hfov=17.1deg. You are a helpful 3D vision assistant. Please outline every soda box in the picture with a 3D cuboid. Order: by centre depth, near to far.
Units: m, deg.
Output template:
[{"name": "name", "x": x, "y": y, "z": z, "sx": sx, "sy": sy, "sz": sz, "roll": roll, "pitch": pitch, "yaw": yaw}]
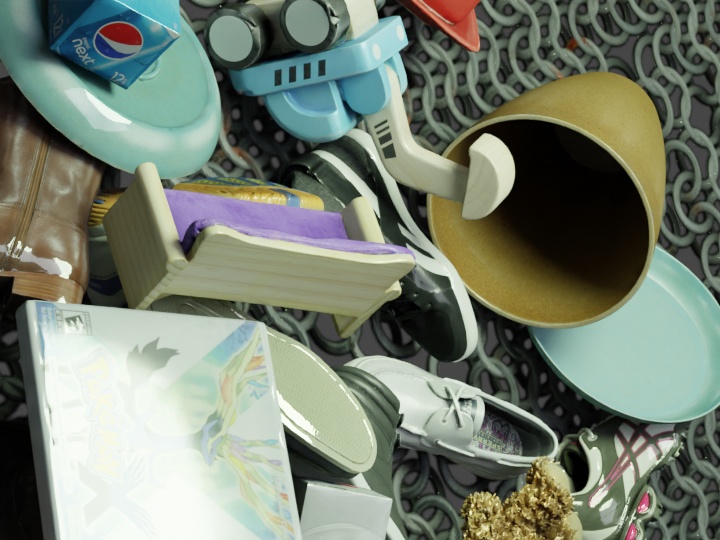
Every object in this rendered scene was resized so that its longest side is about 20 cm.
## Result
[{"name": "soda box", "x": -0.172, "y": -0.224, "z": 1.653, "sx": 0.068, "sy": 0.064, "sz": 0.200, "roll": 27, "pitch": 38, "yaw": -32}, {"name": "soda box", "x": -0.032, "y": 0.247, "z": 1.657, "sx": 0.063, "sy": 0.068, "sz": 0.200, "roll": 12, "pitch": 87, "yaw": -11}]

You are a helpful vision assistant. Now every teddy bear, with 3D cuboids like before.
[{"name": "teddy bear", "x": 0.106, "y": 0.231, "z": 1.836, "sx": 0.200, "sy": 0.067, "sz": 0.145, "roll": -60, "pitch": 145, "yaw": -20}]

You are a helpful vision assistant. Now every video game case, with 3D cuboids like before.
[{"name": "video game case", "x": -0.126, "y": 0.119, "z": 1.538, "sx": 0.182, "sy": 0.022, "sz": 0.200, "roll": 6, "pitch": 61, "yaw": -34}]

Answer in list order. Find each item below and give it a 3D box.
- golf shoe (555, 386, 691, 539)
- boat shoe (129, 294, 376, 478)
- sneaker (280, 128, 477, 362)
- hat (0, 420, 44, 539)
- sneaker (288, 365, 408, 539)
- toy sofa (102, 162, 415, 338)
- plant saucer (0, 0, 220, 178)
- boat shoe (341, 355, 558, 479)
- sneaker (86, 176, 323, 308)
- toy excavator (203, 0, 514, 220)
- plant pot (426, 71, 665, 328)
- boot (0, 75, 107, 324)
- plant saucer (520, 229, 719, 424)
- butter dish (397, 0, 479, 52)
[{"name": "golf shoe", "x": 0.213, "y": 0.145, "z": 1.972, "sx": 0.088, "sy": 0.077, "sz": 0.200, "roll": 35, "pitch": 50, "yaw": -15}, {"name": "boat shoe", "x": -0.077, "y": 0.080, "z": 1.657, "sx": 0.200, "sy": 0.068, "sz": 0.072, "roll": 35, "pitch": 43, "yaw": -8}, {"name": "sneaker", "x": 0.000, "y": 0.000, "z": 1.822, "sx": 0.112, "sy": 0.073, "sz": 0.200, "roll": -32, "pitch": 92, "yaw": -41}, {"name": "hat", "x": -0.175, "y": 0.163, "z": 1.554, "sx": 0.201, "sy": 0.081, "sz": 0.201, "roll": 36, "pitch": 34, "yaw": -30}, {"name": "sneaker", "x": 0.010, "y": 0.156, "z": 1.763, "sx": 0.099, "sy": 0.071, "sz": 0.200, "roll": -56, "pitch": 131, "yaw": -44}, {"name": "toy sofa", "x": -0.065, "y": -0.021, "z": 1.627, "sx": 0.200, "sy": 0.098, "sz": 0.083, "roll": 7, "pitch": 50, "yaw": -39}, {"name": "plant saucer", "x": -0.173, "y": -0.153, "z": 1.677, "sx": 0.200, "sy": 0.027, "sz": 0.200, "roll": 31, "pitch": 37, "yaw": -26}, {"name": "boat shoe", "x": 0.070, "y": 0.115, "z": 1.846, "sx": 0.200, "sy": 0.068, "sz": 0.072, "roll": 30, "pitch": 59, "yaw": -33}, {"name": "sneaker", "x": -0.116, "y": -0.017, "z": 1.715, "sx": 0.200, "sy": 0.075, "sz": 0.088, "roll": -6, "pitch": 104, "yaw": -34}, {"name": "toy excavator", "x": 0.004, "y": -0.127, "z": 1.785, "sx": 0.100, "sy": 0.194, "sz": 0.200, "roll": -46, "pitch": 122, "yaw": -58}, {"name": "plant pot", "x": 0.173, "y": -0.083, "z": 1.948, "sx": 0.187, "sy": 0.186, "sz": 0.200, "roll": 57, "pitch": 33, "yaw": -14}, {"name": "boot", "x": -0.257, "y": -0.069, "z": 1.603, "sx": 0.186, "sy": 0.064, "sz": 0.200, "roll": 20, "pitch": 53, "yaw": -20}, {"name": "plant saucer", "x": 0.219, "y": 0.050, "z": 1.988, "sx": 0.200, "sy": 0.027, "sz": 0.200, "roll": 15, "pitch": 48, "yaw": -17}, {"name": "butter dish", "x": 0.057, "y": -0.305, "z": 1.877, "sx": 0.200, "sy": 0.148, "sz": 0.200, "roll": 38, "pitch": 27, "yaw": -30}]
